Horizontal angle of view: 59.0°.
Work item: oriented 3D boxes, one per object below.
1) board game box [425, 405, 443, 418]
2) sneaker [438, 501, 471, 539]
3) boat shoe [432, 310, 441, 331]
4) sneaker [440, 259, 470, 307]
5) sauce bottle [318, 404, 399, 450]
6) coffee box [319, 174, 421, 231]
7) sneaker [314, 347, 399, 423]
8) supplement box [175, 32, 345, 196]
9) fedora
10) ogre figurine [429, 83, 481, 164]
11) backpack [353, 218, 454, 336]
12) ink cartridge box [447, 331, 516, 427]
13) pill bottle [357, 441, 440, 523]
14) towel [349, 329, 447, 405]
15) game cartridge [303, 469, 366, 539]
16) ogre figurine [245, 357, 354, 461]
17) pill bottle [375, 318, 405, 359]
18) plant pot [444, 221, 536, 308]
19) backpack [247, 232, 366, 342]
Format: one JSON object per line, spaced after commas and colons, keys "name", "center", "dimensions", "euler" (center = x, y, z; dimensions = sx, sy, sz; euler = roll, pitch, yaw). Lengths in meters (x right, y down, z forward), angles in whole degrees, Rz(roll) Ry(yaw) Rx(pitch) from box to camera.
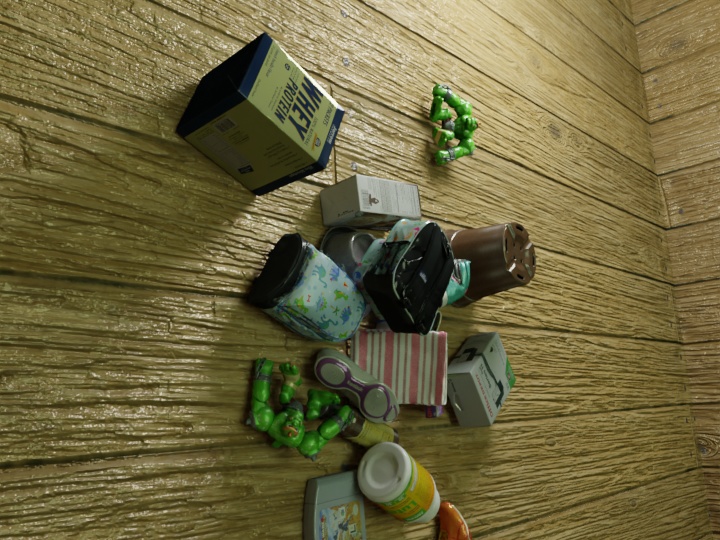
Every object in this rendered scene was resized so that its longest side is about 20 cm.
{"name": "board game box", "center": [0.158, 0.252, 1.374], "dimensions": [0.200, 0.032, 0.122], "euler": [43, 40, -75]}
{"name": "sneaker", "center": [0.198, 0.605, 1.371], "dimensions": [0.076, 0.073, 0.204], "euler": [-5, 80, -36]}
{"name": "boat shoe", "center": [0.127, 0.172, 1.416], "dimensions": [0.071, 0.062, 0.202], "euler": [47, 51, -29]}
{"name": "sneaker", "center": [0.190, -0.016, 1.469], "dimensions": [0.119, 0.084, 0.202], "euler": [-11, 65, -26]}
{"name": "sauce bottle", "center": [-0.008, 0.301, 1.240], "dimensions": [0.199, 0.064, 0.066], "euler": [37, 55, -32]}
{"name": "coffee box", "center": [0.025, -0.140, 1.355], "dimensions": [0.198, 0.113, 0.081], "euler": [1, 78, -47]}
{"name": "sneaker", "center": [-0.003, 0.214, 1.229], "dimensions": [0.199, 0.075, 0.100], "euler": [40, 7, -12]}
{"name": "supplement box", "center": [-0.173, -0.262, 1.116], "dimensions": [0.199, 0.198, 0.136], "euler": [38, 56, -34]}
{"name": "fedora", "center": [0.000, 0.000, 1.306], "dimensions": [0.176, 0.089, 0.203], "euler": [-21, 95, -46]}
{"name": "ogre figurine", "center": [0.242, -0.377, 1.653], "dimensions": [0.118, 0.098, 0.203], "euler": [1, 64, -28]}
{"name": "backpack", "center": [0.093, 0.004, 1.229], "dimensions": [0.201, 0.149, 0.178], "euler": [-56, 132, -25]}
{"name": "ink cartridge box", "center": [0.287, 0.260, 1.527], "dimensions": [0.200, 0.082, 0.149], "euler": [-40, 111, -51]}
{"name": "pill bottle", "center": [0.084, 0.427, 1.253], "dimensions": [0.200, 0.109, 0.112], "euler": [51, 46, -44]}
{"name": "towel", "center": [0.074, 0.192, 1.264], "dimensions": [0.030, 0.196, 0.149], "euler": [18, 73, -84]}
{"name": "game cartridge", "center": [-0.046, 0.482, 1.173], "dimensions": [0.132, 0.041, 0.204], "euler": [7, 75, -49]}
{"name": "ogre figurine", "center": [-0.114, 0.250, 1.116], "dimensions": [0.200, 0.097, 0.121], "euler": [43, 54, -26]}
{"name": "pill bottle", "center": [0.091, 0.105, 1.360], "dimensions": [0.112, 0.111, 0.203], "euler": [35, 56, -34]}
{"name": "plant pot", "center": [0.309, -0.025, 1.559], "dimensions": [0.198, 0.196, 0.204], "euler": [16, 68, -43]}
{"name": "backpack", "center": [-0.084, 0.051, 1.182], "dimensions": [0.201, 0.152, 0.165], "euler": [54, 52, -39]}
